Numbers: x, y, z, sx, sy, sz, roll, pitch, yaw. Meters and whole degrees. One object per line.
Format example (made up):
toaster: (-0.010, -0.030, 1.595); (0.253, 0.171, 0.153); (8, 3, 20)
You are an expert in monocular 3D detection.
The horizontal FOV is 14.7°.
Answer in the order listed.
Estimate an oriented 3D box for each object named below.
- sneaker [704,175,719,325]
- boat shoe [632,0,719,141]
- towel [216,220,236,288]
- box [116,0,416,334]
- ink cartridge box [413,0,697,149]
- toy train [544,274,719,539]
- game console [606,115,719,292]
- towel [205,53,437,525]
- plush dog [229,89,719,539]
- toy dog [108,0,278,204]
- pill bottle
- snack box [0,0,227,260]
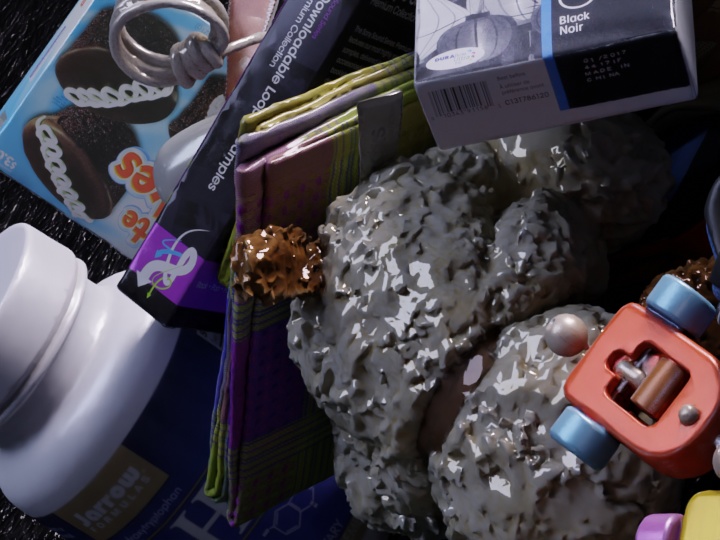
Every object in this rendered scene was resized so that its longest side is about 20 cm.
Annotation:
sneaker: (0.154, 0.023, 0.899); (0.079, 0.089, 0.200); (-52, 23, 12)
boat shoe: (0.108, -0.093, 1.122); (0.200, 0.074, 0.076); (-28, 31, 50)
towel: (0.018, -0.048, 1.174); (0.200, 0.018, 0.086); (-21, -40, -51)
box: (-0.008, -0.063, 1.172); (0.201, 0.036, 0.143); (-57, -24, 10)
ink cartridge box: (0.072, -0.133, 1.056); (0.099, 0.039, 0.201); (-12, 43, 13)
toy train: (0.087, 0.109, 0.926); (0.150, 0.056, 0.201); (30, 84, 46)
game console: (0.131, -0.069, 1.176); (0.200, 0.031, 0.178); (-18, 43, 59)
towel: (0.000, 0.000, 1.122); (0.143, 0.023, 0.201); (-27, -40, -33)
plush dog: (0.053, 0.041, 1.032); (0.172, 0.160, 0.201); (40, 108, 34)
toy dog: (-0.010, -0.108, 1.292); (0.199, 0.132, 0.096); (-15, 24, 11)
pill bottle: (-0.090, 0.070, 1.217); (0.120, 0.200, 0.120); (-46, 22, 25)
snack box: (-0.070, -0.049, 1.354); (0.116, 0.200, 0.037); (-53, 18, 8)
